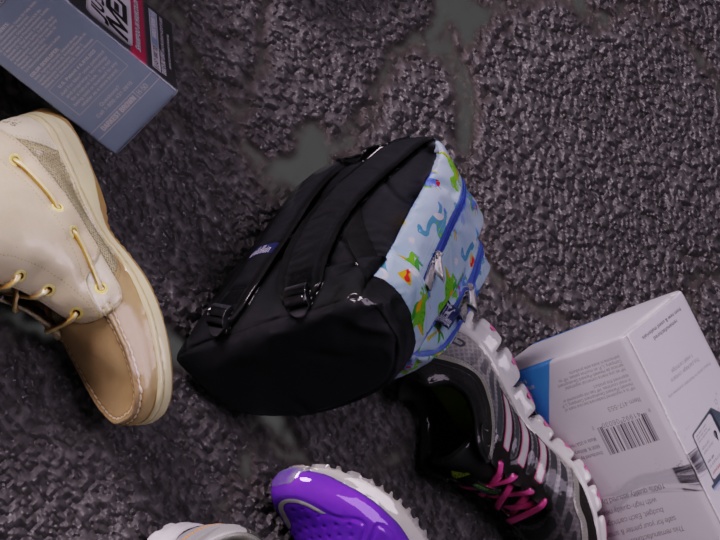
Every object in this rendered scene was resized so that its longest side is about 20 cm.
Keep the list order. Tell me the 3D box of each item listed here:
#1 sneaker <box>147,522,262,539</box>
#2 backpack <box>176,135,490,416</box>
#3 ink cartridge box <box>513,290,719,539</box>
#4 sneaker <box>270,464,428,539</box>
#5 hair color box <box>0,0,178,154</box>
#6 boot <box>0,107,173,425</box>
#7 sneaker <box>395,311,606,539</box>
[{"bbox_3d":[-0.118,0.221,1.313,0.074,0.079,0.200,45,51,-22],"label":"sneaker"},{"bbox_3d":[0.000,0.000,1.461,0.154,0.163,0.200,45,43,-31],"label":"backpack"},{"bbox_3d":[0.191,0.135,1.573,0.086,0.146,0.200,-34,99,-45],"label":"ink cartridge box"},{"bbox_3d":[0.007,0.212,1.434,0.200,0.070,0.100,48,51,-17],"label":"sneaker"},{"bbox_3d":[-0.202,-0.168,1.367,0.200,0.061,0.099,38,19,-25],"label":"hair color box"},{"bbox_3d":[-0.202,0.011,1.316,0.155,0.073,0.200,-18,84,-47],"label":"boot"},{"bbox_3d":[0.088,0.128,1.537,0.087,0.074,0.200,-31,91,-44],"label":"sneaker"}]
